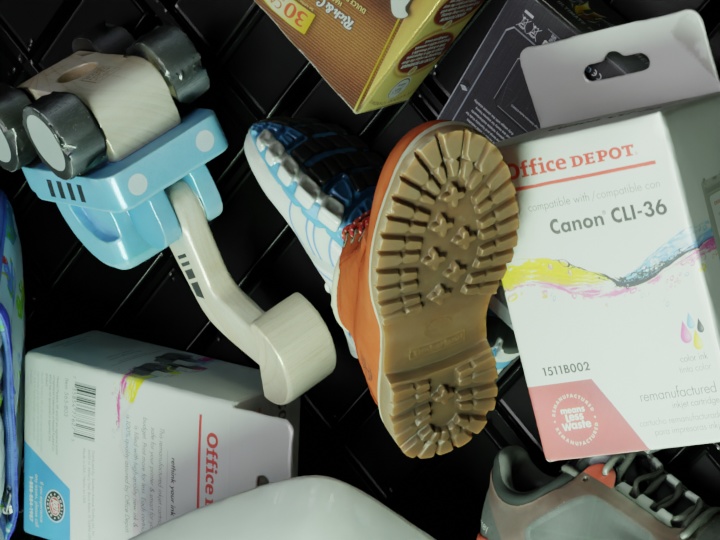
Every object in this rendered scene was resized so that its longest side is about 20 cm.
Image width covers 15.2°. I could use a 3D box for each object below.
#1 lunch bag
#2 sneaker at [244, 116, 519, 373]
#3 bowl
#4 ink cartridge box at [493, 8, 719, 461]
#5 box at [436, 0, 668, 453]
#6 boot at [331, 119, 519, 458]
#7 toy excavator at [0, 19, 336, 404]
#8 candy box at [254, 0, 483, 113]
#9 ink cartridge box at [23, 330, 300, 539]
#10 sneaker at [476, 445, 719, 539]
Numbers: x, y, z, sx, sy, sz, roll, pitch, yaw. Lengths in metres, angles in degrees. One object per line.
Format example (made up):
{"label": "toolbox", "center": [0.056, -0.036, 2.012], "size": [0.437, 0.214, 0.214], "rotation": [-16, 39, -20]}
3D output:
{"label": "lunch bag", "center": [-0.238, 0.065, 1.570], "size": [0.082, 0.161, 0.200], "rotation": [2, 126, -2]}
{"label": "sneaker", "center": [0.000, 0.000, 1.461], "size": [0.200, 0.075, 0.087], "rotation": [46, 129, 19]}
{"label": "bowl", "center": [-0.027, 0.208, 1.459], "size": [0.200, 0.075, 0.200], "rotation": [-23, 130, 39]}
{"label": "ink cartridge box", "center": [0.128, -0.016, 1.301], "size": [0.116, 0.067, 0.200], "rotation": [-11, 95, 39]}
{"label": "box", "center": [0.126, -0.030, 1.373], "size": [0.200, 0.048, 0.158], "rotation": [43, 123, 20]}
{"label": "boot", "center": [0.021, -0.011, 1.323], "size": [0.200, 0.075, 0.107], "rotation": [95, 154, -44]}
{"label": "toy excavator", "center": [-0.105, -0.030, 1.511], "size": [0.194, 0.100, 0.200], "rotation": [12, 132, 56]}
{"label": "candy box", "center": [0.027, -0.192, 1.402], "size": [0.117, 0.056, 0.200], "rotation": [48, 125, 16]}
{"label": "ink cartridge box", "center": [-0.101, 0.113, 1.561], "size": [0.200, 0.068, 0.115], "rotation": [12, 108, 34]}
{"label": "sneaker", "center": [0.141, 0.128, 1.387], "size": [0.200, 0.077, 0.082], "rotation": [4, 97, 35]}
